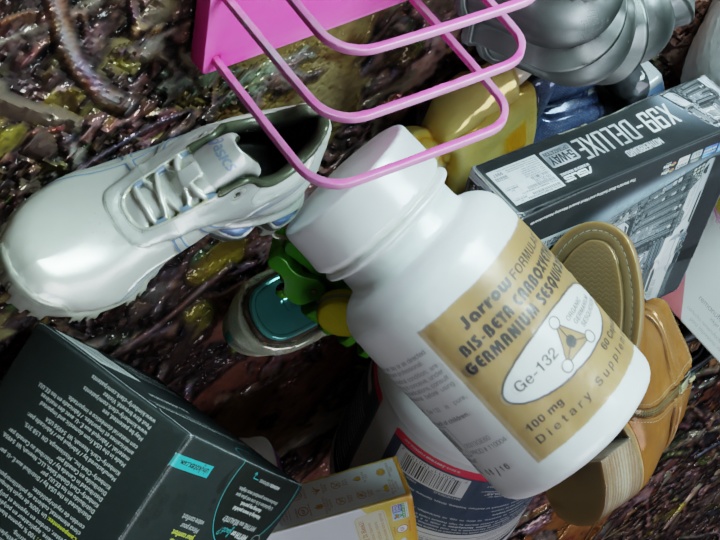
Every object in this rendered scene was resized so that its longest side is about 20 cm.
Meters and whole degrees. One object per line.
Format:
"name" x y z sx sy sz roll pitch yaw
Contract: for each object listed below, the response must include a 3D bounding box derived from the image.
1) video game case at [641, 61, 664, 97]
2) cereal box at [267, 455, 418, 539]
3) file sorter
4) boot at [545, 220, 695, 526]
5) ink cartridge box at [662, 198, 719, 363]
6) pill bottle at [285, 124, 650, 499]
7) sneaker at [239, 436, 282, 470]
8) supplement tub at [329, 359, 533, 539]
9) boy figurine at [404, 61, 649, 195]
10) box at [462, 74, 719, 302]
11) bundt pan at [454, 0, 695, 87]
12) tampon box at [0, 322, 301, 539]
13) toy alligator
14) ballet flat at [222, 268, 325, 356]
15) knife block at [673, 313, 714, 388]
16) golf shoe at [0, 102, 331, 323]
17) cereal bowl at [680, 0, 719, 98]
"video game case" 0.131 -0.034 1.485 0.200 0.022 0.182 -36 150 -6
"cereal box" -0.060 0.201 1.404 0.200 0.040 0.144 -16 138 -6
"file sorter" 0.014 -0.159 1.075 0.139 0.125 0.200 -23 146 -27
"boot" 0.167 0.045 1.353 0.155 0.077 0.200 -35 124 -54
"ink cartridge box" 0.294 -0.043 1.563 0.067 0.117 0.200 -6 135 -44
"pill bottle" 0.057 0.021 1.216 0.114 0.200 0.114 -41 -169 10
"sneaker" -0.131 0.175 1.435 0.100 0.075 0.200 7 131 -31
"supplement tub" 0.059 0.112 1.466 0.140 0.140 0.200 -22 156 -28
"boy figurine" 0.080 -0.084 1.318 0.200 0.064 0.124 -26 150 -29
"box" 0.137 -0.023 1.355 0.200 0.050 0.158 -22 146 -34
"bundt pan" 0.145 -0.185 1.199 0.202 0.076 0.202 -40 151 -28
"tampon box" -0.162 0.160 1.258 0.200 0.126 0.150 -56 152 -1
"toy alligator" -0.021 0.009 1.281 0.200 0.059 0.054 32 133 -22
"ballet flat" 0.000 0.000 1.359 0.200 0.068 0.062 -20 173 -25
"knife block" 0.187 0.065 1.640 0.200 0.064 0.176 9 125 -53
"golf shoe" -0.100 -0.043 1.132 0.200 0.078 0.097 -28 171 -36
"cereal bowl" 0.286 -0.154 1.436 0.200 0.083 0.200 -28 148 -20
